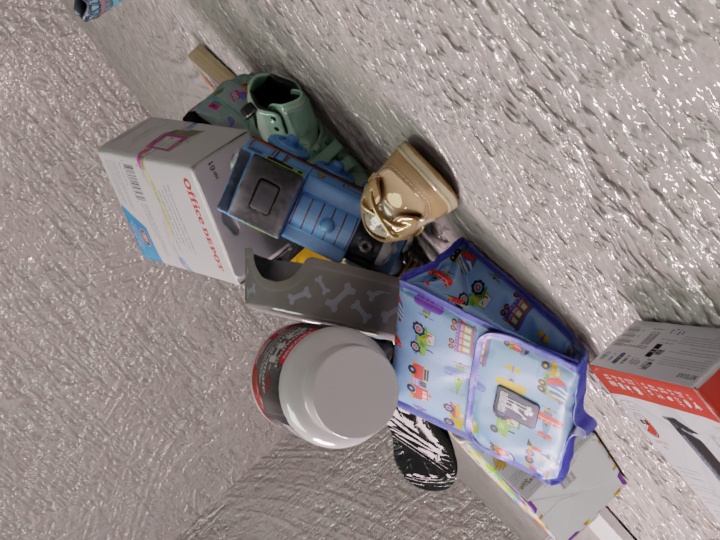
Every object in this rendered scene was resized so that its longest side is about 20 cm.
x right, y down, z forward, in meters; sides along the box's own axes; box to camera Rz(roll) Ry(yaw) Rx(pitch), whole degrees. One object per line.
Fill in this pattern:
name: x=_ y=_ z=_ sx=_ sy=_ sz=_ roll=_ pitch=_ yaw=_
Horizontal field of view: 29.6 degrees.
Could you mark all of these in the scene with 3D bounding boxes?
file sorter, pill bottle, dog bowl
file sorter: x=0.315 y=0.408 z=1.852 sx=0.139 sy=0.124 sz=0.200 roll=48 pitch=175 yaw=6
pill bottle: x=-0.032 y=0.107 z=1.278 sx=0.111 sy=0.111 sz=0.200 roll=49 pitch=167 yaw=-11
dog bowl: x=-0.027 y=0.027 z=1.376 sx=0.198 sy=0.059 sz=0.200 roll=13 pitch=175 yaw=1

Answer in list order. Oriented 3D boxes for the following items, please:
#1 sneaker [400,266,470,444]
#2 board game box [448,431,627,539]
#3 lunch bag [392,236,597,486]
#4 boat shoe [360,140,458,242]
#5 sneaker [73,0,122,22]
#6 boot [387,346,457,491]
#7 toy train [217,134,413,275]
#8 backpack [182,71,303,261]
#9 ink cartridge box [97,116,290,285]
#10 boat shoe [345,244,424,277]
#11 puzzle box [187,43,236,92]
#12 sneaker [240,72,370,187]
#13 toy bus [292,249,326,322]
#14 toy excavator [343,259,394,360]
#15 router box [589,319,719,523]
sneaker: x=0.094 y=0.093 z=1.448 sx=0.202 sy=0.077 sz=0.099 roll=63 pitch=-162 yaw=-10
board game box: x=0.186 y=0.195 z=1.529 sx=0.103 sy=0.105 sz=0.200 roll=52 pitch=174 yaw=-38
lunch bag: x=0.129 y=0.092 z=1.219 sx=0.199 sy=0.094 sz=0.152 roll=33 pitch=136 yaw=31
boat shoe: x=0.035 y=-0.057 z=1.188 sx=0.074 sy=0.069 sz=0.200 roll=47 pitch=174 yaw=4
sneaker: x=-0.426 y=-0.441 z=1.980 sx=0.079 sy=0.095 sz=0.200 roll=41 pitch=170 yaw=47
boot: x=0.085 y=0.144 z=1.656 sx=0.076 sy=0.169 sz=0.201 roll=-4 pitch=130 yaw=25
toy train: x=-0.041 y=-0.062 z=1.329 sx=0.198 sy=0.087 sz=0.114 roll=26 pitch=-161 yaw=-1
backpack: x=-0.111 y=-0.122 z=1.553 sx=0.200 sy=0.126 sz=0.167 roll=49 pitch=154 yaw=4
ink cartridge box: x=-0.181 y=-0.079 z=1.486 sx=0.199 sy=0.084 sz=0.146 roll=15 pitch=133 yaw=50
boat shoe: x=0.041 y=-0.005 z=1.503 sx=0.091 sy=0.071 sz=0.200 roll=45 pitch=-176 yaw=2
puzzle box: x=-0.139 y=-0.199 z=1.774 sx=0.200 sy=0.025 sz=0.133 roll=45 pitch=174 yaw=33
sneaker: x=-0.049 y=-0.119 z=1.399 sx=0.200 sy=0.074 sz=0.118 roll=41 pitch=164 yaw=19
toy bus: x=-0.038 y=0.024 z=2.064 sx=0.191 sy=0.136 sz=0.200 roll=28 pitch=168 yaw=25
toy excavator: x=0.000 y=0.000 z=1.789 sx=0.194 sy=0.099 sz=0.201 roll=38 pitch=155 yaw=53
router box: x=0.245 y=0.116 z=0.856 sx=0.180 sy=0.049 sz=0.200 roll=49 pitch=174 yaw=-4
